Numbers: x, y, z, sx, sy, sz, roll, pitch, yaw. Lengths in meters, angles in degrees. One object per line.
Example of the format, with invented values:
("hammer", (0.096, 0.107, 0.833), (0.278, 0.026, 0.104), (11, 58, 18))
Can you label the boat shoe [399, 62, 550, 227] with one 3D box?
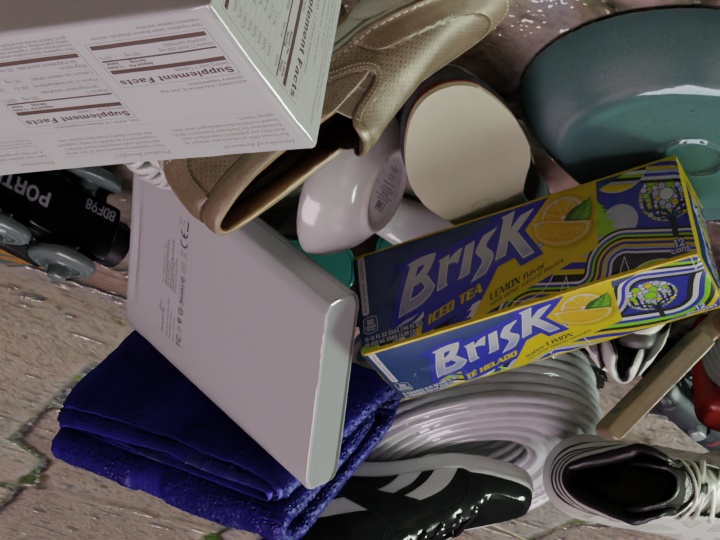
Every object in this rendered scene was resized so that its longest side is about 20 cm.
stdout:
("boat shoe", (0.068, -0.064, 1.052), (0.071, 0.063, 0.200), (-19, 148, 13))

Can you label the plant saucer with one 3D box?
("plant saucer", (0.185, -0.076, 1.021), (0.198, 0.036, 0.200), (7, 155, 3))

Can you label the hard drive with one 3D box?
("hard drive", (-0.078, 0.024, 1.119), (0.026, 0.200, 0.133), (-18, 130, -35))

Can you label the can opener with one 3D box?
("can opener", (0.257, 0.103, 1.348), (0.078, 0.064, 0.200), (-6, 151, 27))

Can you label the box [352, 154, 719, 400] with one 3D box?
("box", (0.098, 0.006, 1.041), (0.198, 0.071, 0.064), (-18, 145, 18))

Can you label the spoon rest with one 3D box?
("spoon rest", (0.005, -0.045, 1.093), (0.060, 0.100, 0.200), (22, 175, 22))

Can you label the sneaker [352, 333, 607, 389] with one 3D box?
("sneaker", (0.086, 0.071, 1.346), (0.198, 0.073, 0.072), (0, 146, -15))

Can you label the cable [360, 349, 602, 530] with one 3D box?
("cable", (0.069, 0.112, 1.270), (0.199, 0.070, 0.199), (-30, 144, 29))

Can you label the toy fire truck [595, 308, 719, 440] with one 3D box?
("toy fire truck", (0.239, 0.061, 1.153), (0.198, 0.130, 0.176), (3, 157, -6))

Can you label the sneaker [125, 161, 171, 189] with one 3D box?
("sneaker", (-0.106, -0.108, 1.012), (0.080, 0.076, 0.200), (-9, 152, 16))

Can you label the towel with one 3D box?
("towel", (-0.088, 0.090, 1.187), (0.199, 0.148, 0.050), (16, 139, 31))

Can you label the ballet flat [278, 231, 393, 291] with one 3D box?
("ballet flat", (0.000, 0.000, 1.214), (0.198, 0.069, 0.067), (7, 176, -12))

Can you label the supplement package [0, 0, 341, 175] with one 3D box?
("supplement package", (-0.117, -0.141, 0.835), (0.198, 0.157, 0.111), (-3, 151, 24))

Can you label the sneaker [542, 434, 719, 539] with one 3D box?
("sneaker", (0.218, 0.150, 1.173), (0.198, 0.077, 0.115), (7, 179, 2))

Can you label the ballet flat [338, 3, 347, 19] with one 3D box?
("ballet flat", (-0.036, -0.110, 0.990), (0.071, 0.073, 0.201), (7, 156, 3))

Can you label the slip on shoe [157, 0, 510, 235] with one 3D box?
("slip on shoe", (-0.006, -0.086, 0.920), (0.199, 0.061, 0.076), (-27, 156, -10))

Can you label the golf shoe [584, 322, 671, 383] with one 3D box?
("golf shoe", (0.158, 0.029, 1.178), (0.072, 0.093, 0.200), (7, 165, 1))

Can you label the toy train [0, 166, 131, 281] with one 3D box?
("toy train", (-0.241, -0.053, 1.166), (0.199, 0.086, 0.113), (28, 161, -39))

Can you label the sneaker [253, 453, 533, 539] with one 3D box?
("sneaker", (0.024, 0.184, 1.201), (0.198, 0.113, 0.073), (2, 148, -15))
